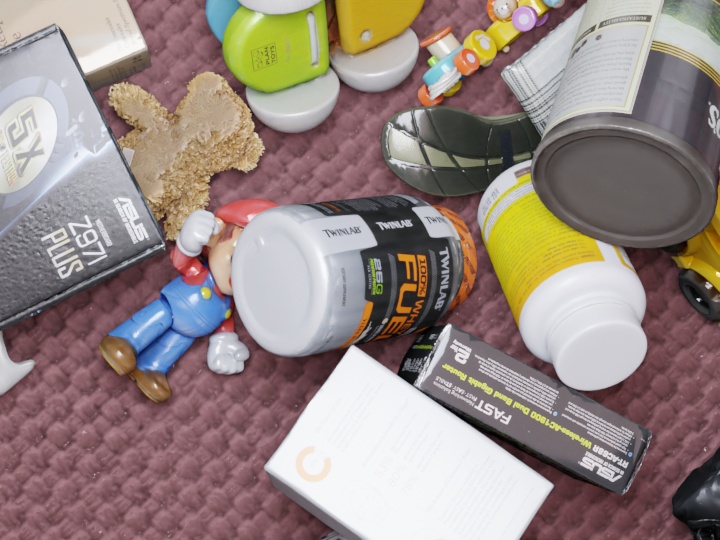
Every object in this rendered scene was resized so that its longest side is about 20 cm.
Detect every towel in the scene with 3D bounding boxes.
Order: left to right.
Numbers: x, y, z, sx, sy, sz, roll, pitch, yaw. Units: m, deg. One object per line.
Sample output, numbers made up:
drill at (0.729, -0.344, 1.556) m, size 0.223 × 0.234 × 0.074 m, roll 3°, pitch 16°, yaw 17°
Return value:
towel at (0.252, -0.165, 1.238) m, size 0.200 × 0.035 × 0.193 m, roll -40°, pitch 108°, yaw -8°

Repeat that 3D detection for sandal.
sandal at (0.109, -0.109, 1.241) m, size 0.199 × 0.057 × 0.081 m, roll -2°, pitch 98°, yaw -23°

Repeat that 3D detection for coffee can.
coffee can at (0.232, -0.142, 1.101) m, size 0.145 × 0.147 × 0.201 m, roll 24°, pitch 59°, yaw -4°

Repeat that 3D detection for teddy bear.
teddy bear at (-0.184, -0.092, 1.210) m, size 0.145 × 0.067 × 0.200 m, roll 40°, pitch 90°, yaw 7°

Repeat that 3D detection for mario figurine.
mario figurine at (-0.129, 0.024, 1.177) m, size 0.106 × 0.123 × 0.200 m, roll 41°, pitch 88°, yaw 11°

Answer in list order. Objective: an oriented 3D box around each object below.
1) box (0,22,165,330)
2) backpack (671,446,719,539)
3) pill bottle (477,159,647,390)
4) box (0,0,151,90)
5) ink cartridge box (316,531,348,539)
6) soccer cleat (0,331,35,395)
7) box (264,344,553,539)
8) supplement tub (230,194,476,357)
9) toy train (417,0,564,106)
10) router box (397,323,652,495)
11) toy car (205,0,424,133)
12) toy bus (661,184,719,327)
box at (-0.274, -0.074, 1.115) m, size 0.163 × 0.086 × 0.201 m, roll -25°, pitch 99°, yaw -5°
backpack at (0.395, 0.227, 1.206) m, size 0.200 × 0.127 × 0.167 m, roll 44°, pitch 107°, yaw 3°
pill bottle at (0.174, 0.003, 1.161) m, size 0.108 × 0.110 × 0.201 m, roll -7°, pitch 43°, yaw -8°
box at (-0.292, -0.188, 1.191) m, size 0.199 × 0.078 × 0.096 m, roll -26°, pitch 91°, yaw -6°
ink cartridge box at (-0.004, 0.303, 1.186) m, size 0.199 × 0.084 × 0.147 m, roll -26°, pitch 89°, yaw -8°
soccer cleat at (-0.354, 0.017, 1.182) m, size 0.077 × 0.069 × 0.201 m, roll -27°, pitch 97°, yaw -12°
box at (0.038, 0.176, 1.117) m, size 0.199 × 0.098 × 0.125 m, roll 34°, pitch 76°, yaw 10°
supplement tub at (0.000, 0.000, 1.148) m, size 0.199 × 0.122 × 0.124 m, roll -9°, pitch 87°, yaw -45°
toy train at (0.121, -0.226, 1.201) m, size 0.199 × 0.150 × 0.056 m, roll -38°, pitch 89°, yaw -3°
router box at (0.134, 0.117, 1.178) m, size 0.199 × 0.150 × 0.063 m, roll 28°, pitch 85°, yaw -4°
toy car at (-0.046, -0.235, 1.186) m, size 0.199 × 0.176 × 0.150 m, roll -30°, pitch 51°, yaw -22°
toy bus at (0.350, -0.042, 1.182) m, size 0.135 × 0.192 × 0.201 m, roll -37°, pitch 105°, yaw -9°
